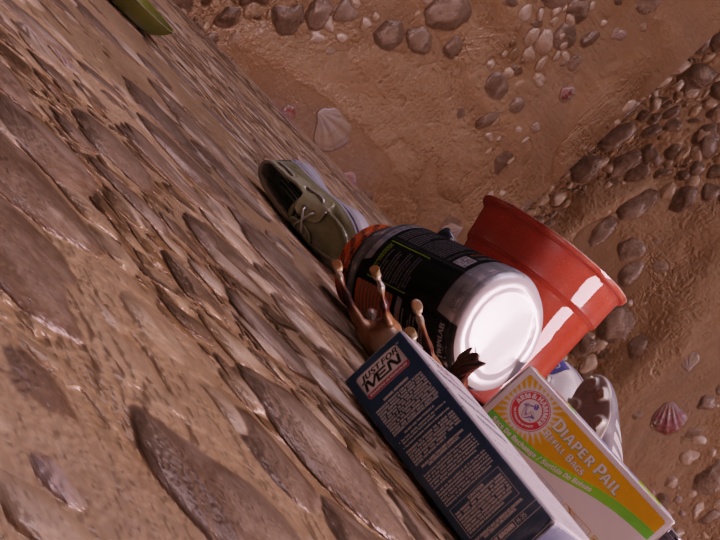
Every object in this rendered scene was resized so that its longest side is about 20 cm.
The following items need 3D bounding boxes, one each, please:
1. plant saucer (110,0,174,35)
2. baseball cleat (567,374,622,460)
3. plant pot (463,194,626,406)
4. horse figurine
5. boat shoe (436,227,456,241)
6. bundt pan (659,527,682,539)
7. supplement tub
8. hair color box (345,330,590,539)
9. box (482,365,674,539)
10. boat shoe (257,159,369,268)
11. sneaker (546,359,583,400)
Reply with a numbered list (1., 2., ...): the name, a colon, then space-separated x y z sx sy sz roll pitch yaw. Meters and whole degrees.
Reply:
1. plant saucer: -0.347 -0.403 1.948 0.200 0.031 0.200 47 5 -5
2. baseball cleat: 0.291 0.231 1.648 0.070 0.200 0.106 -11 -30 40
3. plant pot: 0.162 0.052 1.550 0.201 0.195 0.201 38 -4 3
4. horse figurine: 0.038 0.068 1.200 0.200 0.050 0.133 39 -26 48
5. boat shoe: 0.155 0.033 1.735 0.200 0.062 0.075 48 4 1
6. bundt pan: 0.379 0.370 1.704 0.202 0.076 0.202 46 4 -4
7. supplement tub: 0.071 0.028 1.333 0.200 0.123 0.123 28 -11 47
8. hair color box: 0.079 0.141 0.972 0.100 0.061 0.200 42 7 -49
9. box: 0.196 0.197 1.320 0.200 0.101 0.112 48 4 11
10. boat shoe: -0.055 -0.060 1.556 0.062 0.072 0.200 5 31 -40
11. sneaker: 0.224 0.175 1.705 0.115 0.081 0.200 37 34 -32
